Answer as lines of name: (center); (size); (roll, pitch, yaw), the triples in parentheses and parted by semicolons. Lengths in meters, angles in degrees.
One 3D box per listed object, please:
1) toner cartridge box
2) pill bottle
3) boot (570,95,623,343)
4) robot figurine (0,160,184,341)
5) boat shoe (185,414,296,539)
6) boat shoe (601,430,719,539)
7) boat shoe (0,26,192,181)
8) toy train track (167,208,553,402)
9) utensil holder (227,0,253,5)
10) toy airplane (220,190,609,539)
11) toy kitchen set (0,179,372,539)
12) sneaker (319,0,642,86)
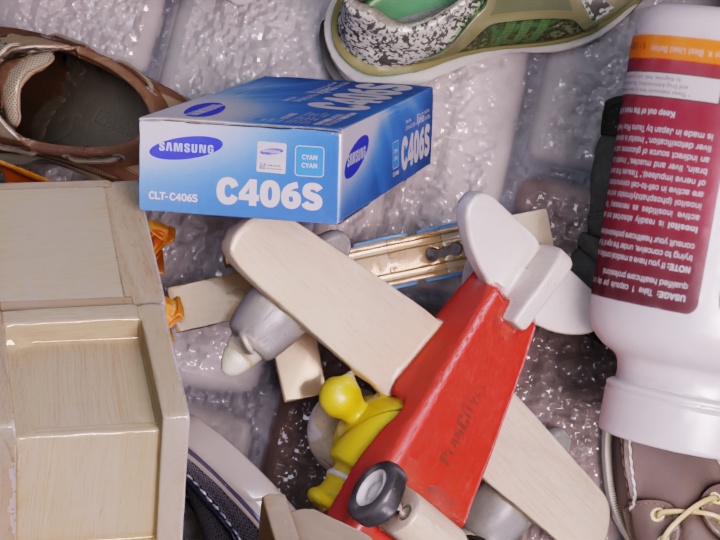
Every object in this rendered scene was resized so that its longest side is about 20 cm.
toner cartridge box: (-0.030, -0.061, 0.978); (0.094, 0.200, 0.044); (3, 101, 12)
pill bottle: (0.169, -0.017, 0.963); (0.112, 0.113, 0.202); (10, 93, 3)
boot: (0.202, -0.006, 1.047); (0.198, 0.068, 0.132); (12, 89, 6)
robot figurine: (-0.185, -0.016, 0.988); (0.199, 0.145, 0.058); (22, 116, -22)
boat shoe: (-0.052, 0.171, 1.003); (0.093, 0.075, 0.200); (-40, 82, -14)
boat shoe: (0.167, 0.144, 1.012); (0.071, 0.060, 0.202); (-11, 79, -1)
boat shoe: (-0.163, -0.091, 1.038); (0.199, 0.072, 0.076); (16, 78, 25)
toy train track: (0.000, 0.000, 1.055); (0.198, 0.033, 0.116); (-12, 88, -5)
utensil holder: (-0.104, -0.259, 1.044); (0.199, 0.170, 0.171); (31, 81, 10)
toy airplane: (0.027, 0.061, 0.988); (0.198, 0.141, 0.202); (-11, 88, -38)
toy kitchen set: (-0.089, 0.091, 0.911); (0.162, 0.201, 0.181); (-2, 35, -13)
sneaker: (0.074, -0.150, 1.055); (0.199, 0.089, 0.077); (-23, 79, -3)
